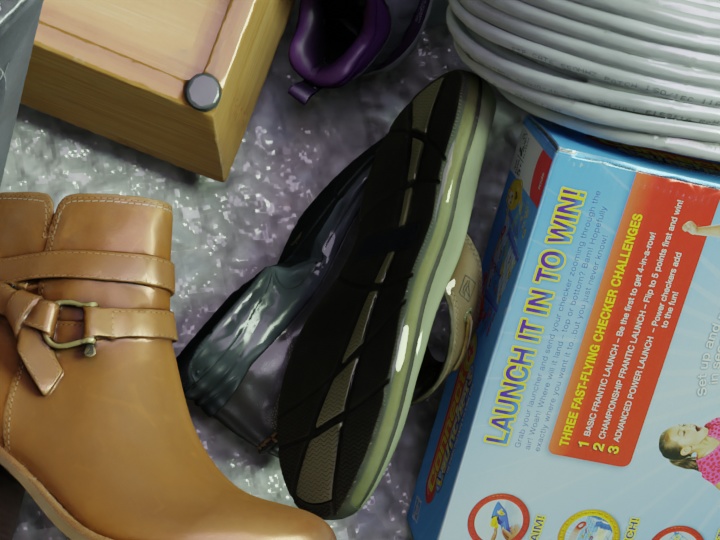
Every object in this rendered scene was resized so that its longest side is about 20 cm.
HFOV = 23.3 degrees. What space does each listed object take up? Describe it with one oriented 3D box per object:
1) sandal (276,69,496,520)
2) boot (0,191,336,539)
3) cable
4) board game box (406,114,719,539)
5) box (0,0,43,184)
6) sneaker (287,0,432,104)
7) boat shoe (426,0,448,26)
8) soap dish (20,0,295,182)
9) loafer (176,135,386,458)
[{"bbox_3d":[0.025,0.012,0.732,0.057,0.080,0.201,30,74,-30],"label":"sandal"},{"bbox_3d":[-0.092,0.047,0.714,0.199,0.074,0.155,9,73,9],"label":"boot"},{"bbox_3d":[0.137,-0.108,0.760,0.200,0.069,0.200,17,23,12],"label":"cable"},{"bbox_3d":[0.141,0.052,0.758,0.195,0.056,0.200,12,108,-12],"label":"board game box"},{"bbox_3d":[-0.213,-0.059,0.679,0.115,0.200,0.132,39,64,1],"label":"box"},{"bbox_3d":[0.015,-0.170,0.791,0.074,0.200,0.088,21,30,12],"label":"sneaker"},{"bbox_3d":[0.100,-0.191,0.905,0.200,0.071,0.070,-23,79,-17],"label":"boat shoe"},{"bbox_3d":[-0.125,-0.151,0.792,0.200,0.081,0.158,22,80,-8],"label":"soap dish"},{"bbox_3d":[0.000,0.000,0.799,0.072,0.073,0.200,43,73,-7],"label":"loafer"}]
